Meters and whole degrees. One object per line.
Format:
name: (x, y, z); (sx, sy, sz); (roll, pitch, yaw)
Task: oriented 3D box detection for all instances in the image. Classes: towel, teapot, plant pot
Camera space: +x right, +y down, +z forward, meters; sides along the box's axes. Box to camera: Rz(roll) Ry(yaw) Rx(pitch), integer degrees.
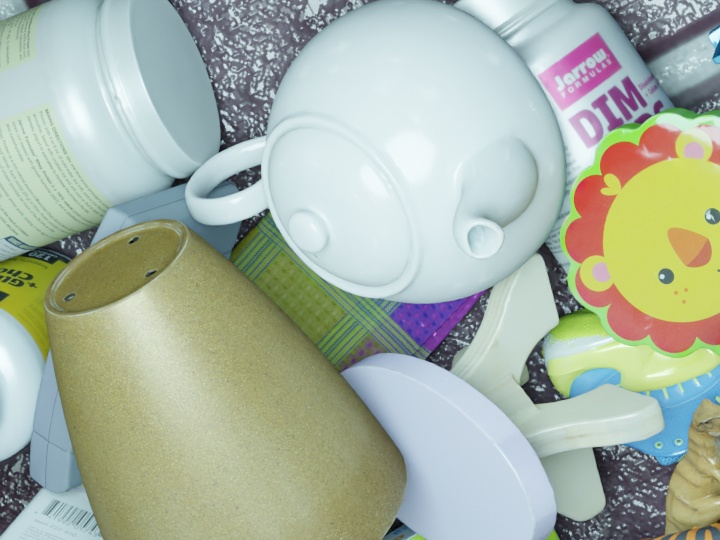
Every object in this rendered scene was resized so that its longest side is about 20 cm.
towel: (0.000, 0.000, 1.384); (0.144, 0.023, 0.200); (43, 108, 1)
teapot: (0.009, -0.055, 1.226); (0.197, 0.146, 0.200); (45, 145, 12)
plant pot: (-0.098, 0.077, 1.220); (0.186, 0.186, 0.200); (-20, 117, 17)

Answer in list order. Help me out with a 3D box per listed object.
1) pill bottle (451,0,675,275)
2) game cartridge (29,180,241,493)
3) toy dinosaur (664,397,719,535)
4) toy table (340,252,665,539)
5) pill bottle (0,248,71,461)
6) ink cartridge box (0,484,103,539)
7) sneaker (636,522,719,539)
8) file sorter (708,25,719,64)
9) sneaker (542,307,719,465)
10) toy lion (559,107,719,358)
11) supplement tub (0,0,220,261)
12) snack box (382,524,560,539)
pill bottle: (0.130, -0.091, 1.283); (0.113, 0.113, 0.200); (-34, 94, 18)
game cartridge: (-0.145, 0.044, 1.327); (0.042, 0.133, 0.200); (28, 116, 18)
toy dinosaur: (0.218, 0.153, 1.340); (0.106, 0.060, 0.200); (9, 124, -8)
toy table: (0.083, 0.092, 1.292); (0.200, 0.117, 0.184); (30, 139, 46)
pill bottle: (-0.242, 0.061, 1.359); (0.112, 0.200, 0.112); (3, 106, 12)
ink cartridge box: (-0.145, 0.190, 1.369); (0.144, 0.200, 0.085); (22, 117, 7)
sneaker: (0.220, 0.177, 1.276); (0.200, 0.112, 0.078); (-4, 120, 45)
file sorter: (0.316, -0.090, 1.237); (0.139, 0.123, 0.200); (-34, 94, 18)
sneaker: (0.221, 0.063, 1.331); (0.200, 0.076, 0.105); (-8, 114, 22)
toy lion: (0.220, -0.023, 1.189); (0.192, 0.069, 0.200); (46, 113, 8)
supplement tub: (-0.206, -0.092, 1.343); (0.200, 0.145, 0.145); (-19, 99, 16)
snack box: (0.087, 0.251, 1.376); (0.142, 0.053, 0.200); (-29, 96, -16)
